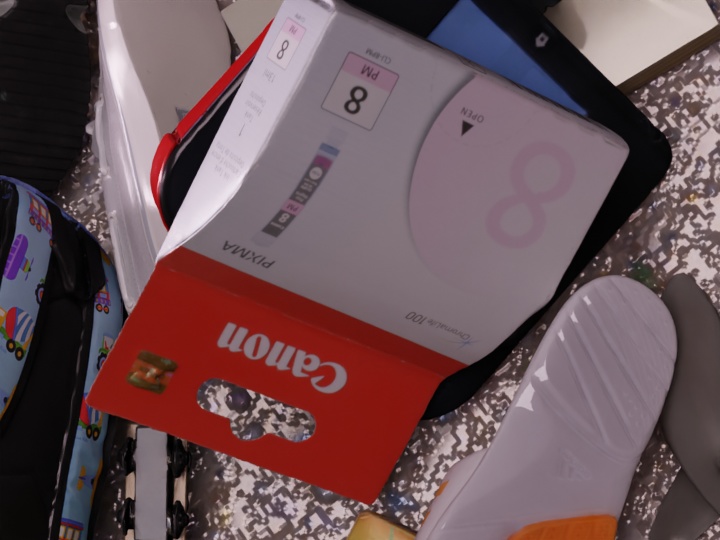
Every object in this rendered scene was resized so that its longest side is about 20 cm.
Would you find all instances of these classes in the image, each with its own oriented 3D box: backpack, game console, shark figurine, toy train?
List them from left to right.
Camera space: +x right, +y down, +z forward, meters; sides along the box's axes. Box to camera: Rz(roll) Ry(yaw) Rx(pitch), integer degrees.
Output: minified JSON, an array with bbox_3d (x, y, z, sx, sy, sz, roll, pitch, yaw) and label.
[{"bbox_3d":[-0.192,0.061,1.242,0.134,0.183,0.200,2,68,32],"label":"backpack"},{"bbox_3d":[-0.093,0.162,1.266,0.034,0.046,0.200,0,84,8],"label":"toy train"},{"bbox_3d":[0.023,-0.043,1.205,0.177,0.200,0.031,-46,34,5],"label":"game console"},{"bbox_3d":[0.197,0.099,1.179,0.214,0.089,0.128,26,90,19],"label":"shark figurine"}]

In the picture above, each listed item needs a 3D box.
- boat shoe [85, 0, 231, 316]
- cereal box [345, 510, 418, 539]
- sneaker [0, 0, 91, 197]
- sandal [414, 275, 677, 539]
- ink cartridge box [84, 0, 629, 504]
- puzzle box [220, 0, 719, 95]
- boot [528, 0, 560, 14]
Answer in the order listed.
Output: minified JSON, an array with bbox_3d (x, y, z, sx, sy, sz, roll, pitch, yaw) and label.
[{"bbox_3d":[-0.096,-0.062,1.291,0.069,0.072,0.200,-32,66,38],"label":"boat shoe"},{"bbox_3d":[0.021,0.226,1.228,0.144,0.040,0.200,27,89,17],"label":"cereal box"},{"bbox_3d":[-0.176,-0.112,1.321,0.088,0.074,0.200,8,87,50],"label":"sneaker"},{"bbox_3d":[0.075,0.100,1.199,0.079,0.059,0.207,32,75,-10],"label":"sandal"},{"bbox_3d":[0.000,0.000,1.172,0.057,0.162,0.200,34,100,58],"label":"ink cartridge box"},{"bbox_3d":[0.049,-0.114,1.280,0.200,0.025,0.133,-30,76,9],"label":"puzzle box"},{"bbox_3d":[-0.023,-0.144,1.230,0.198,0.073,0.163,-33,95,2],"label":"boot"}]
